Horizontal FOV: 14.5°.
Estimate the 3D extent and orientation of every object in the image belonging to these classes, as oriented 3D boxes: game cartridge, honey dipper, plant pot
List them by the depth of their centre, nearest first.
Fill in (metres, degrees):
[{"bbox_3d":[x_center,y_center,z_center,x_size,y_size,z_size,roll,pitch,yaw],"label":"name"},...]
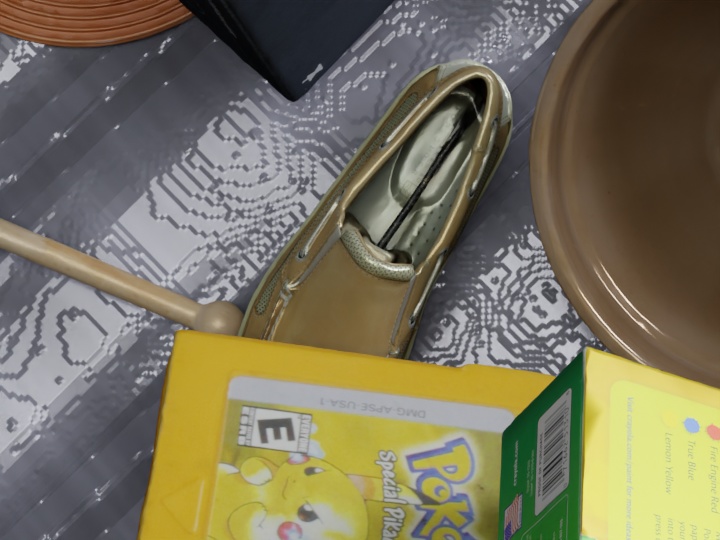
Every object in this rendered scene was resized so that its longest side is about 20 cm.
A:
[{"bbox_3d":[0.015,0.107,1.082,0.200,0.032,0.177,6,51,1],"label":"game cartridge"},{"bbox_3d":[0.174,-0.046,1.132,0.200,0.093,0.201,4,105,16],"label":"plant pot"},{"bbox_3d":[-0.142,-0.008,1.217,0.200,0.038,0.038,24,85,7],"label":"honey dipper"}]

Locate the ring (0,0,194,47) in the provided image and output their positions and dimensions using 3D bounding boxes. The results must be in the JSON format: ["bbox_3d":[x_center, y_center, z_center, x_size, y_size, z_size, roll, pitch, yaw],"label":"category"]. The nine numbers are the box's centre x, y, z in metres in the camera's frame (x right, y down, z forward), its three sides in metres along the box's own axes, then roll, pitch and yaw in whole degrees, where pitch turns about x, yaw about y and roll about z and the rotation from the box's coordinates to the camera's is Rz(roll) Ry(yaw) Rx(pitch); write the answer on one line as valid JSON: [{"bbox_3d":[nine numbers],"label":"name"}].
[{"bbox_3d":[-0.121,-0.198,1.251,0.200,0.019,0.201,-1,80,8],"label":"ring"}]

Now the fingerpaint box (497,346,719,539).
[{"bbox_3d":[0.134,0.148,1.010,0.167,0.073,0.200,17,53,-18],"label":"fingerpaint box"}]

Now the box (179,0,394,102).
[{"bbox_3d":[-0.070,-0.192,1.131,0.124,0.200,0.197,-45,78,-1],"label":"box"}]

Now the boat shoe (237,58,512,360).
[{"bbox_3d":[0.000,0.000,1.168,0.072,0.076,0.200,25,86,-2],"label":"boat shoe"}]
